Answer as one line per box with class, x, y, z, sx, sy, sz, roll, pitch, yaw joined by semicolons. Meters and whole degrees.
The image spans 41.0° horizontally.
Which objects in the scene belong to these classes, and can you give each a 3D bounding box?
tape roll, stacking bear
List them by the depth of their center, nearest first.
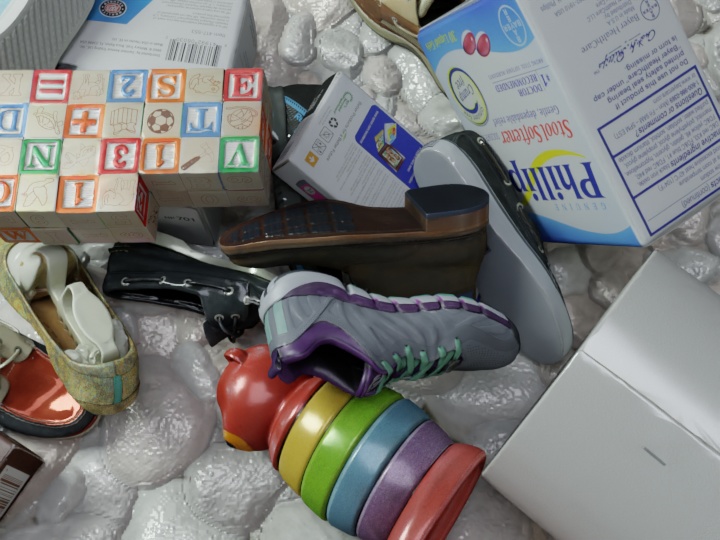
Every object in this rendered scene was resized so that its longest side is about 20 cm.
tape roll;0.197;0.106;0.660;0.139;0.203;0.203;38;74;12
stacking bear;-0.020;0.126;0.703;0.200;0.122;0.114;31;74;18

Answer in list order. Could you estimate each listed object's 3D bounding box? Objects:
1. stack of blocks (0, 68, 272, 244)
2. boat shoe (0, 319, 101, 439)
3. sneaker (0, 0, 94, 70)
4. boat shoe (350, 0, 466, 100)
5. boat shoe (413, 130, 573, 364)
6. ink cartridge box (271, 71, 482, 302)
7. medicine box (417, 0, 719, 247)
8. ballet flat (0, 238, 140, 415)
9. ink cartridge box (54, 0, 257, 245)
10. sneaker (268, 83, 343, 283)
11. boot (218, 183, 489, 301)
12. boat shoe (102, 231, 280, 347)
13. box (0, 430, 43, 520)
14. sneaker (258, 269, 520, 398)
stack of blocks;-0.168;-0.084;0.709;0.199;0.059;0.116;-1;69;2
boat shoe;-0.292;0.067;0.742;0.199;0.063;0.071;28;70;8
sneaker;-0.292;-0.176;0.767;0.082;0.074;0.200;20;67;34
boat shoe;0.062;-0.230;0.850;0.076;0.074;0.200;-41;75;-15
boat shoe;0.117;-0.022;0.762;0.057;0.069;0.201;-34;95;-35
ink cartridge box;0.031;-0.060;0.776;0.200;0.037;0.095;37;62;-18
medicine box;0.157;-0.128;0.719;0.103;0.182;0.201;-32;101;-13
ballet flat;-0.228;0.021;0.740;0.071;0.071;0.200;-34;62;-12
ink cartridge box;-0.177;-0.134;0.805;0.146;0.086;0.201;8;71;4
sneaker;-0.034;-0.070;0.791;0.082;0.073;0.201;-10;72;-10
boot;0.000;0.000;0.711;0.199;0.097;0.075;-8;26;-5
boat shoe;-0.114;0.025;0.754;0.199;0.075;0.066;21;73;7
box;-0.351;0.125;0.715;0.199;0.075;0.100;29;72;11
sneaker;0.025;0.063;0.683;0.199;0.075;0.088;9;43;-16
